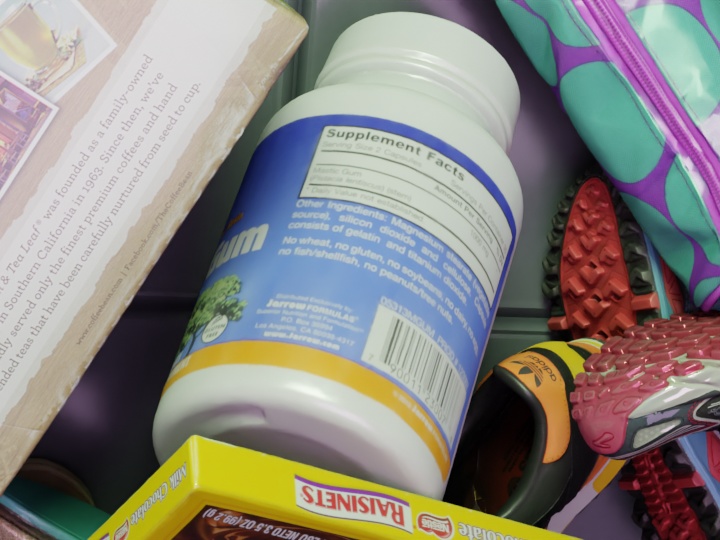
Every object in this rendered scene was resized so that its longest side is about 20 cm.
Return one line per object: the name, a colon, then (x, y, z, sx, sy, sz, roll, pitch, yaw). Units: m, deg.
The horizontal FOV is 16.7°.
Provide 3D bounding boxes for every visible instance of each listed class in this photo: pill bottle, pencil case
pill bottle: (0.000, 0.000, 0.941, 0.112, 0.112, 0.201, 30, 52, -17)
pencil case: (0.109, -0.085, 0.967, 0.085, 0.092, 0.201, -37, 87, 16)

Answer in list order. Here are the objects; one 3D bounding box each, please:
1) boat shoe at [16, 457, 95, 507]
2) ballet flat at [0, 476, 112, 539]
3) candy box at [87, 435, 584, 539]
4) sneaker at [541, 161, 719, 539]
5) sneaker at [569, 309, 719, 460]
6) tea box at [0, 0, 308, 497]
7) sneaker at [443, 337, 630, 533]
boat shoe: (-0.180, 0.166, 1.013, 0.071, 0.065, 0.200, 39, 92, -17)
ballet flat: (-0.090, 0.139, 1.000, 0.199, 0.071, 0.066, 25, 101, -34)
candy box: (0.000, 0.115, 0.889, 0.199, 0.027, 0.102, 18, 140, -29)
sneaker: (0.146, 0.039, 1.055, 0.095, 0.079, 0.201, -27, 105, -30)
sneaker: (0.169, 0.051, 0.974, 0.199, 0.080, 0.075, -8, 94, -36)
tea box: (-0.140, -0.056, 0.898, 0.133, 0.197, 0.201, 32, 96, -17)
sneaker: (0.039, 0.115, 1.015, 0.090, 0.070, 0.201, 4, 118, -53)
